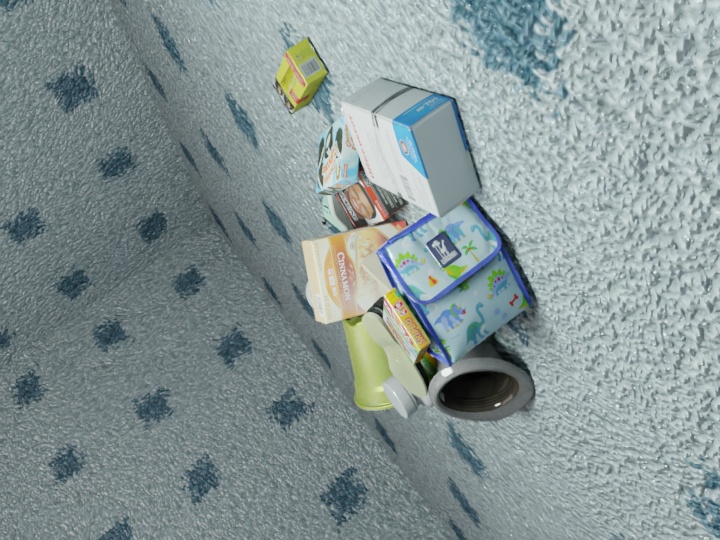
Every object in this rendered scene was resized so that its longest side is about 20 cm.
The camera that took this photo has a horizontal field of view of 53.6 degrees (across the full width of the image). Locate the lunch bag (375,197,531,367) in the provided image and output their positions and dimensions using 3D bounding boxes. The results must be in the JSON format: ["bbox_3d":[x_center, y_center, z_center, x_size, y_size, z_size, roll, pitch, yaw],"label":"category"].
[{"bbox_3d":[0.137,0.010,1.077,0.203,0.168,0.127,59,169,-12],"label":"lunch bag"}]

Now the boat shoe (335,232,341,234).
[{"bbox_3d":[0.018,-0.020,1.572,0.199,0.073,0.067,41,144,-27],"label":"boat shoe"}]

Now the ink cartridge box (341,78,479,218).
[{"bbox_3d":[0.069,-0.185,1.049,0.199,0.085,0.149,39,158,53],"label":"ink cartridge box"}]

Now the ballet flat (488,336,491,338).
[{"bbox_3d":[0.165,0.088,1.358,0.200,0.072,0.069,42,165,43],"label":"ballet flat"}]

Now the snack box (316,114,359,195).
[{"bbox_3d":[-0.043,-0.212,1.338,0.199,0.036,0.120,175,98,-74],"label":"snack box"}]

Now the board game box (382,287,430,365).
[{"bbox_3d":[0.070,0.094,1.126,0.097,0.030,0.200,57,176,13],"label":"board game box"}]

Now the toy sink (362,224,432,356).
[{"bbox_3d":[0.113,0.035,1.302,0.200,0.129,0.113,41,161,41],"label":"toy sink"}]

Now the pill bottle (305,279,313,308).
[{"bbox_3d":[-0.043,0.035,1.502,0.115,0.112,0.199,57,158,-8],"label":"pill bottle"}]

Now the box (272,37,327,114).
[{"bbox_3d":[-0.117,-0.362,1.350,0.076,0.050,0.200,58,166,-6],"label":"box"}]

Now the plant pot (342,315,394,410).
[{"bbox_3d":[0.049,0.165,1.532,0.200,0.197,0.189,19,133,66],"label":"plant pot"}]

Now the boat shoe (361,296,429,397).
[{"bbox_3d":[0.076,0.140,1.280,0.073,0.063,0.204,-7,121,48],"label":"boat shoe"}]

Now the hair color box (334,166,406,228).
[{"bbox_3d":[0.011,-0.145,1.378,0.103,0.061,0.199,58,165,-7],"label":"hair color box"}]

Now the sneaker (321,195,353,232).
[{"bbox_3d":[-0.059,-0.151,1.562,0.117,0.074,0.203,37,160,36],"label":"sneaker"}]

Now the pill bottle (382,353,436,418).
[{"bbox_3d":[0.142,0.196,1.411,0.112,0.198,0.112,49,165,18],"label":"pill bottle"}]

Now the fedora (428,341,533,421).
[{"bbox_3d":[0.212,0.192,1.311,0.092,0.195,0.179,-98,28,-43],"label":"fedora"}]

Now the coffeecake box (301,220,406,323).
[{"bbox_3d":[0.000,0.000,1.367,0.073,0.195,0.158,-175,73,-68],"label":"coffeecake box"}]
